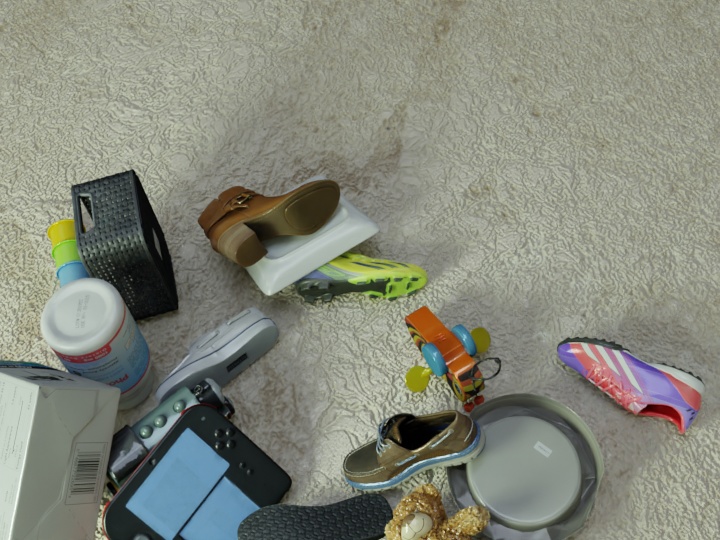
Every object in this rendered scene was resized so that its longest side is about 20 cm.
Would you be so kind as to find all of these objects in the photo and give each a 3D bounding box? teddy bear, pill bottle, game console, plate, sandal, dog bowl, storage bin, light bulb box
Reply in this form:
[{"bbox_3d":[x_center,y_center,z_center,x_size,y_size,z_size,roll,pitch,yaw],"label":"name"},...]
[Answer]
[{"bbox_3d":[0.109,0.348,1.096,0.145,0.066,0.202,-40,69,30],"label":"teddy bear"},{"bbox_3d":[-0.346,0.107,1.246,0.107,0.201,0.110,-3,56,4],"label":"pill bottle"},{"bbox_3d":[-0.203,0.288,1.152,0.177,0.031,0.201,43,70,-12],"label":"game console"},{"bbox_3d":[-0.099,-0.067,1.399,0.198,0.033,0.200,-31,40,-12],"label":"plate"},{"bbox_3d":[-0.056,0.333,1.167,0.197,0.048,0.076,-5,54,-12],"label":"sandal"},{"bbox_3d":[0.207,0.259,1.173,0.197,0.059,0.202,-3,57,4],"label":"dog bowl"},{"bbox_3d":[-0.337,-0.031,1.335,0.092,0.201,0.136,-16,56,-4],"label":"storage bin"},{"bbox_3d":[-0.421,0.222,1.146,0.198,0.124,0.201,9,87,38],"label":"light bulb box"}]

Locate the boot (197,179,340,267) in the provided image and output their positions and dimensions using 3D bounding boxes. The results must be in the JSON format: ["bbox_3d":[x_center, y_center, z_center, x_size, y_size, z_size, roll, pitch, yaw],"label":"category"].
[{"bbox_3d":[-0.141,-0.095,1.370,0.199,0.074,0.154,-31,36,-17],"label":"boot"}]

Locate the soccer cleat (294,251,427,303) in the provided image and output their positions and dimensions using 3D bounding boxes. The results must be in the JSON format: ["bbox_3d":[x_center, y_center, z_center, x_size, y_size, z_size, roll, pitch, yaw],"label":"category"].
[{"bbox_3d":[0.000,0.000,1.362,0.197,0.065,0.085,-3,54,4],"label":"soccer cleat"}]

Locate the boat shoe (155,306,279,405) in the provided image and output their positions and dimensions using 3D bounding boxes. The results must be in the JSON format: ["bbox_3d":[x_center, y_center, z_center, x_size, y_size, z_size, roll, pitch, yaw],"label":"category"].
[{"bbox_3d":[-0.210,0.123,1.307,0.199,0.074,0.065,-31,54,-26],"label":"boat shoe"}]

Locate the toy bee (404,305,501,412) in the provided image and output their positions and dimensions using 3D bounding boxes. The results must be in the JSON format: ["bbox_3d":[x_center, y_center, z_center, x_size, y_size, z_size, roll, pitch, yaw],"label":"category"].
[{"bbox_3d":[0.124,0.137,1.250,0.129,0.110,0.201,-17,31,4],"label":"toy bee"}]

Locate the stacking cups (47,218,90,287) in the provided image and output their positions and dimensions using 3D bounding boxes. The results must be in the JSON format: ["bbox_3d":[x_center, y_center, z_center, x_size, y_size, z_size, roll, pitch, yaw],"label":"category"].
[{"bbox_3d":[-0.437,0.018,1.402,0.060,0.061,0.202,-15,58,-4],"label":"stacking cups"}]

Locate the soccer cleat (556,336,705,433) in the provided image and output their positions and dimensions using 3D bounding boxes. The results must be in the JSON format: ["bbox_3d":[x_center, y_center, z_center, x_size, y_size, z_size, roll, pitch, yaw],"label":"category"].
[{"bbox_3d":[0.352,0.148,1.227,0.198,0.068,0.074,20,65,15],"label":"soccer cleat"}]

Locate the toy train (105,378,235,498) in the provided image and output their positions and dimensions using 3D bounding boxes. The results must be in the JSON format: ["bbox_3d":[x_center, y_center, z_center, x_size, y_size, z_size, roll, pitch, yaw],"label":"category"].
[{"bbox_3d":[-0.253,0.223,1.212,0.199,0.115,0.085,-36,61,-17],"label":"toy train"}]

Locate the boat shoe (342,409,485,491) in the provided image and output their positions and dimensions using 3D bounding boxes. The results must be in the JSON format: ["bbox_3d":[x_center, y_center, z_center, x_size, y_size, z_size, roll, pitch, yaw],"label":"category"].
[{"bbox_3d":[0.055,0.217,1.172,0.198,0.073,0.073,-23,35,20],"label":"boat shoe"}]
